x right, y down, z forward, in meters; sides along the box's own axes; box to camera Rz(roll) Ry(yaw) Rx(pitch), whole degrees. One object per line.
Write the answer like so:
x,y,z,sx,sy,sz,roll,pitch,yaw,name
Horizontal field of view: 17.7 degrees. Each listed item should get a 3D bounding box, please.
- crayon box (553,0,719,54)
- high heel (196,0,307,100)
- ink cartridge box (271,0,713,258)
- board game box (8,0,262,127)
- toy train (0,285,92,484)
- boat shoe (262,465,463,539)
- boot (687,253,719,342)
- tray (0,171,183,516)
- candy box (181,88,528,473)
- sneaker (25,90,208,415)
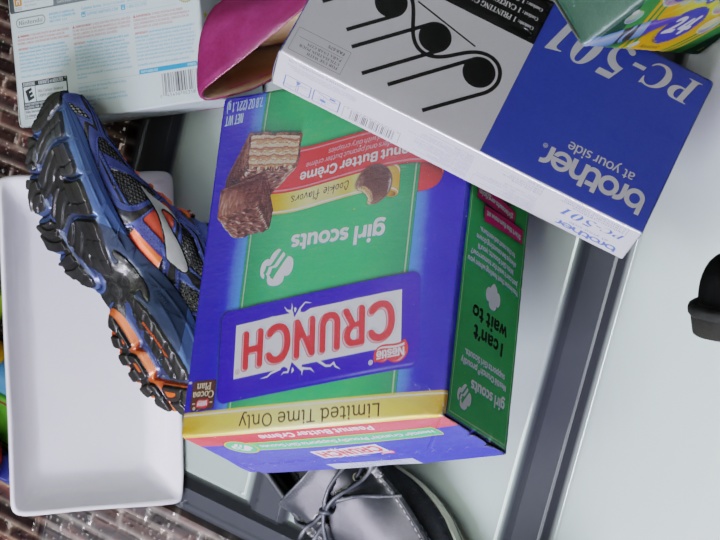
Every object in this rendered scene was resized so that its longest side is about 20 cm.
0.195,-0.179,1.093,0.200,0.126,0.052,-38,72,30,crayon box
0.002,-0.131,1.245,0.200,0.067,0.096,0,62,39,high heel
0.065,-0.095,1.160,0.200,0.044,0.094,27,71,1,ink cartridge box
-0.138,-0.190,1.359,0.147,0.064,0.200,-4,91,33,board game box
-0.255,0.052,1.445,0.200,0.085,0.116,24,95,31,toy train
-0.011,0.123,1.289,0.075,0.062,0.200,-46,69,25,boat shoe
0.242,-0.057,1.093,0.211,0.079,0.158,-14,91,23,boot
-0.162,0.042,1.375,0.022,0.107,0.200,-179,87,-68,tray
0.000,0.000,1.227,0.169,0.077,0.200,-7,67,33,candy box
-0.127,-0.016,1.339,0.075,0.078,0.200,-26,93,55,sneaker
